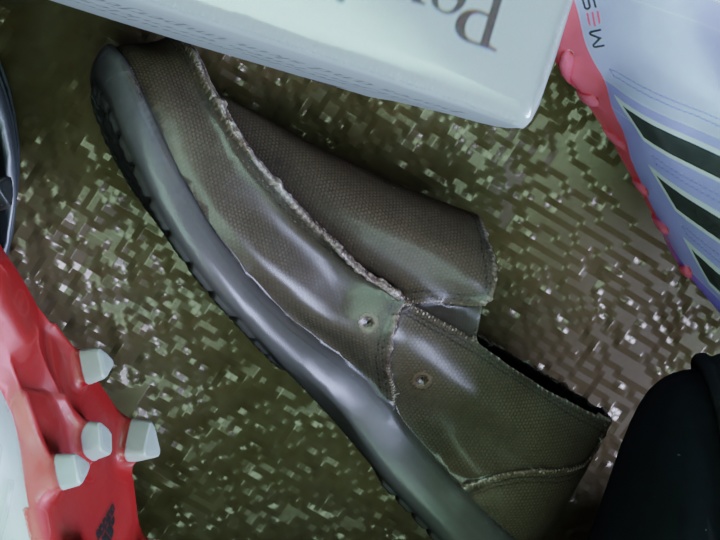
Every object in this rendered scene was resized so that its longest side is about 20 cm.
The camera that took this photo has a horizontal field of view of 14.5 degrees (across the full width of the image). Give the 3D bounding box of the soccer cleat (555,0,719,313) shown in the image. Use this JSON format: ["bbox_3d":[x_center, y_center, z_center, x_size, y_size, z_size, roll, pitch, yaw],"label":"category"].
[{"bbox_3d":[0.089,-0.051,0.781,0.076,0.067,0.201,-15,98,20],"label":"soccer cleat"}]

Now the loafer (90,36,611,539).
[{"bbox_3d":[0.000,0.000,0.803,0.071,0.073,0.200,-41,116,0],"label":"loafer"}]

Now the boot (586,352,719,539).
[{"bbox_3d":[0.031,0.123,0.768,0.167,0.076,0.201,0,96,0],"label":"boot"}]

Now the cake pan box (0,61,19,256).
[{"bbox_3d":[-0.194,-0.023,0.777,0.199,0.052,0.185,-10,113,-3],"label":"cake pan box"}]

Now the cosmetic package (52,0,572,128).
[{"bbox_3d":[-0.024,-0.153,0.661,0.164,0.165,0.201,16,92,-13],"label":"cosmetic package"}]

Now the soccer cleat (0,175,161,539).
[{"bbox_3d":[-0.115,0.034,0.752,0.085,0.069,0.201,-8,125,21],"label":"soccer cleat"}]
